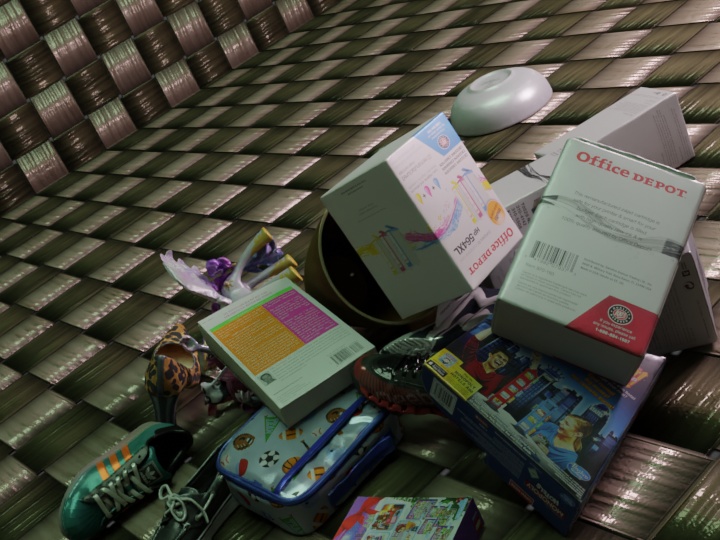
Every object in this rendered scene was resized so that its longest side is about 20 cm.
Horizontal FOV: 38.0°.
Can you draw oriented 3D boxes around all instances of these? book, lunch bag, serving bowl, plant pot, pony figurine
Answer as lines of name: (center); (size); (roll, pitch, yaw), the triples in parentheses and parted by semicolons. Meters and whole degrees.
book: (-0.087, 0.088, 1.243); (0.133, 0.048, 0.200); (-32, 39, -19)
lunch bag: (-0.050, 0.196, 1.181); (0.160, 0.076, 0.200); (14, 46, 41)
serving bowl: (0.255, -0.328, 1.961); (0.199, 0.066, 0.200); (-22, 25, 11)
plant pot: (0.000, 0.000, 1.364); (0.186, 0.187, 0.200); (-39, 2, -27)
pony figurine: (-0.191, 0.034, 1.569); (0.200, 0.167, 0.193); (-42, 50, 4)

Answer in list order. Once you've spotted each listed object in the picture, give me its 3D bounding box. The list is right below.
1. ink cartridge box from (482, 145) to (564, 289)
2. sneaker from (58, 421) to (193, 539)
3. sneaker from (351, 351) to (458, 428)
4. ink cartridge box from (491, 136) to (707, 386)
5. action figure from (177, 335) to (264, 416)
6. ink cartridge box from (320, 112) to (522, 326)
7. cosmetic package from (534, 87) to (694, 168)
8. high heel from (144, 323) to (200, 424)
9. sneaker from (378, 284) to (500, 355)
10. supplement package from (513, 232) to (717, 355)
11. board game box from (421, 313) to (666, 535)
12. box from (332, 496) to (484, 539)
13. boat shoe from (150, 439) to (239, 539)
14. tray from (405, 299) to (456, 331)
ink cartridge box: (0.234, -0.055, 1.330); (0.199, 0.147, 0.084); (-28, 25, -4)
sneaker: (-0.289, 0.257, 1.305); (0.080, 0.072, 0.200); (-9, 27, 41)
sneaker: (0.080, 0.116, 1.125); (0.200, 0.098, 0.071); (15, 43, 24)
ink cartridge box: (0.232, -0.012, 1.022); (0.145, 0.083, 0.201); (22, 66, 13)
action figure: (-0.143, 0.118, 1.406); (0.200, 0.134, 0.149); (-45, -24, 22)
ink cartridge box: (0.079, -0.051, 1.206); (0.125, 0.200, 0.129); (-26, 13, 48)
cosmetic package: (0.359, -0.164, 1.476); (0.199, 0.108, 0.085); (-30, 24, -12)
high heel: (-0.257, 0.112, 1.440); (0.071, 0.143, 0.201); (3, 43, -5)
sneaker: (0.121, 0.078, 1.265); (0.199, 0.080, 0.130); (-32, 1, 34)
supplement package: (0.277, 0.026, 1.160); (0.199, 0.118, 0.117); (-16, 27, 21)
board game box: (0.195, 0.122, 1.029); (0.199, 0.062, 0.200); (-30, 57, -32)
box: (0.019, 0.293, 0.970); (0.136, 0.039, 0.200); (-8, 30, 34)
boat shoe: (-0.193, 0.272, 1.183); (0.073, 0.068, 0.199); (0, 35, 45)
tray: (0.138, 0.011, 1.428); (0.199, 0.037, 0.099); (-28, 24, -6)
